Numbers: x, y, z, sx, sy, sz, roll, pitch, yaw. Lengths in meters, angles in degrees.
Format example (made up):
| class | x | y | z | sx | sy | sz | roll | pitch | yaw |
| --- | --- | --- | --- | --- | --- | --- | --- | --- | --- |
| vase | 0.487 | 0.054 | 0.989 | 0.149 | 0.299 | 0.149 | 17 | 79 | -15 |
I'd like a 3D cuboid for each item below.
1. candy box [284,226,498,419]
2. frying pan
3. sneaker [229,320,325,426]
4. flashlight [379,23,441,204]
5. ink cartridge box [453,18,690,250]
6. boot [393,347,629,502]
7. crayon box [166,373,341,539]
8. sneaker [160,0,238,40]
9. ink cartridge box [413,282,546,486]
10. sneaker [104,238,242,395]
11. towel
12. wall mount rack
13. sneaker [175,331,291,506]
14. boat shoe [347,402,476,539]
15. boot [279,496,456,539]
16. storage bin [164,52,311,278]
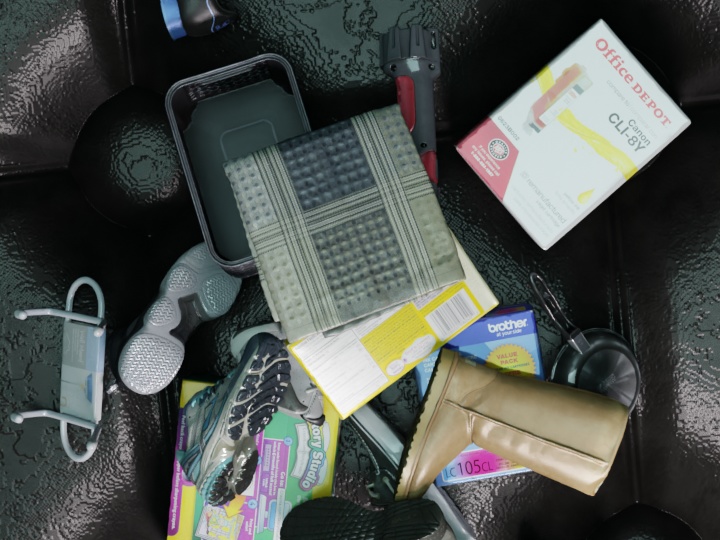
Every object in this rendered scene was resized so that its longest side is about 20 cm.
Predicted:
| class | x | y | z | sx | sy | sz | roll | pitch | yaw |
| --- | --- | --- | --- | --- | --- | --- | --- | --- | --- |
| candy box | 0.032 | 0.052 | 1.467 | 0.200 | 0.026 | 0.102 | -36 | 108 | -2 |
| frying pan | 0.244 | 0.082 | 1.529 | 0.115 | 0.031 | 0.191 | -15 | 100 | -25 |
| sneaker | -0.030 | 0.100 | 1.515 | 0.199 | 0.075 | 0.116 | -13 | 76 | 7 |
| flashlight | 0.046 | -0.152 | 1.510 | 0.068 | 0.068 | 0.201 | 7 | 73 | -39 |
| ink cartridge box | 0.217 | -0.141 | 1.510 | 0.200 | 0.083 | 0.145 | -41 | 91 | 5 |
| boot | 0.149 | 0.185 | 1.475 | 0.199 | 0.066 | 0.176 | 20 | 99 | 0 |
| crayon box | -0.113 | 0.220 | 1.571 | 0.172 | 0.058 | 0.201 | 6 | 93 | 2 |
| sneaker | -0.184 | -0.345 | 1.530 | 0.078 | 0.070 | 0.201 | -13 | 100 | 0 |
| ink cartridge box | 0.127 | 0.114 | 1.541 | 0.136 | 0.076 | 0.201 | -11 | 92 | 4 |
| sneaker | -0.207 | 0.051 | 1.555 | 0.075 | 0.114 | 0.200 | 43 | 60 | -16 |
| towel | -0.016 | -0.044 | 1.438 | 0.192 | 0.035 | 0.201 | -19 | 80 | -3 |
| wall mount rack | -0.300 | 0.110 | 1.530 | 0.173 | 0.074 | 0.201 | 8 | 96 | 44 |
| sneaker | -0.140 | 0.140 | 1.477 | 0.086 | 0.078 | 0.200 | 37 | 117 | 28 |
| boat shoe | 0.039 | 0.229 | 1.551 | 0.071 | 0.072 | 0.200 | -37 | 87 | 2 |
| boot | 0.023 | 0.297 | 1.504 | 0.199 | 0.068 | 0.131 | -5 | 136 | 30 |
| storage bin | -0.109 | -0.106 | 1.508 | 0.135 | 0.094 | 0.201 | -17 | 81 | 0 |
